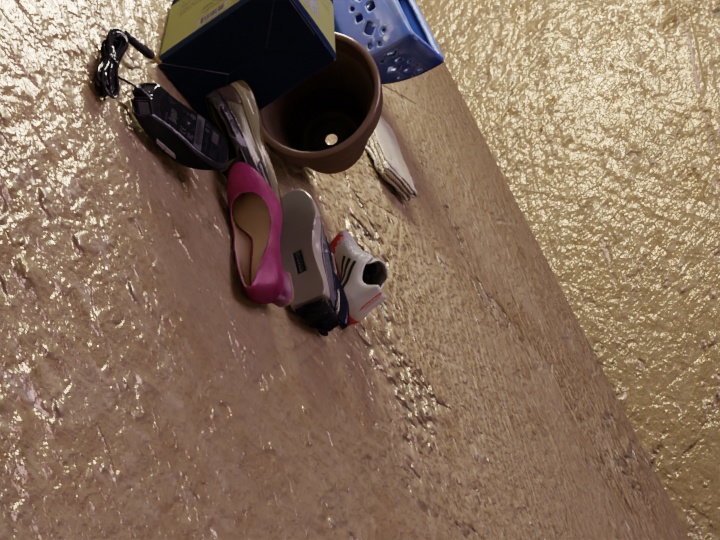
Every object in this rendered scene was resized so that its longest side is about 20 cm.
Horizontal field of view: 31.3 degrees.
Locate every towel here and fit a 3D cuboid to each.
[{"bbox_3d":[0.045,-0.232,2.453,0.132,0.034,0.202,43,23,-48],"label":"towel"}]

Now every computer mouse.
[{"bbox_3d":[-0.242,-0.198,1.530,0.199,0.046,0.142,34,33,-34],"label":"computer mouse"}]

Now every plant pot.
[{"bbox_3d":[-0.056,-0.231,1.929,0.175,0.198,0.202,65,0,-72],"label":"plant pot"},{"bbox_3d":[0.026,-0.471,2.538,0.202,0.178,0.200,66,17,17],"label":"plant pot"}]

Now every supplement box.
[{"bbox_3d":[-0.149,-0.326,1.737,0.135,0.198,0.201,51,20,-29],"label":"supplement box"}]

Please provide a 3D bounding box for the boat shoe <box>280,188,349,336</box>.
[{"bbox_3d":[-0.066,-0.006,1.702,0.093,0.074,0.202,52,23,-51],"label":"boat shoe"}]

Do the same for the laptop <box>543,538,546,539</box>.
[{"bbox_3d":[0.399,0.538,2.092,0.200,0.102,0.178,50,19,-30],"label":"laptop"}]

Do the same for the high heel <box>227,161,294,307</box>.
[{"bbox_3d":[-0.138,-0.051,1.563,0.096,0.067,0.203,29,44,-64],"label":"high heel"}]

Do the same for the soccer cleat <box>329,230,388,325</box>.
[{"bbox_3d":[0.000,0.000,1.838,0.069,0.085,0.201,51,19,-27],"label":"soccer cleat"}]

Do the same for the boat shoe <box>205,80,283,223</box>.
[{"bbox_3d":[-0.152,-0.140,1.662,0.072,0.065,0.204,-167,-118,-68],"label":"boat shoe"}]
